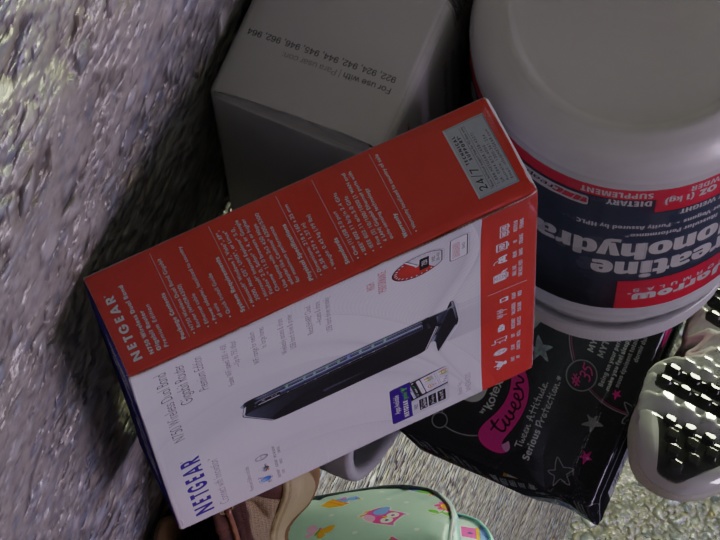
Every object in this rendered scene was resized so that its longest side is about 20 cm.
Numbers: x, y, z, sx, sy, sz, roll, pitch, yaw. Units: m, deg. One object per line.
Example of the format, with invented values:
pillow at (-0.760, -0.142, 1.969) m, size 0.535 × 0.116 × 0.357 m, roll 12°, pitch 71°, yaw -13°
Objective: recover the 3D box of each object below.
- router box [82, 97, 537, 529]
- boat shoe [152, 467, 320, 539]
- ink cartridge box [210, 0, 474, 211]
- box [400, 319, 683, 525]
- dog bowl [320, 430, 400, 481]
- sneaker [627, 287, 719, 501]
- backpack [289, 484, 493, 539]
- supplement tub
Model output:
router box at (-0.015, 0.024, 1.181) m, size 0.179 × 0.049 × 0.200 m, roll -25°, pitch 159°, yaw -7°
boat shoe at (-0.075, 0.132, 1.366) m, size 0.072 × 0.072 × 0.200 m, roll -27°, pitch 160°, yaw -26°
ink cartridge box at (0.013, -0.116, 1.231) m, size 0.146 × 0.084 × 0.200 m, roll 84°, pitch 28°, yaw -67°
box at (0.108, 0.016, 1.454) m, size 0.132 × 0.114 × 0.201 m, roll 55°, pitch 59°, yaw -79°
dog bowl at (0.000, 0.000, 1.404) m, size 0.200 × 0.079 × 0.201 m, roll 21°, pitch 90°, yaw -79°
sneaker at (0.171, 0.079, 1.402) m, size 0.081 × 0.075 × 0.200 m, roll -62°, pitch 173°, yaw 24°
backpack at (0.002, 0.205, 1.557) m, size 0.200 × 0.175 × 0.154 m, roll -71°, pitch 148°, yaw -74°
supplement tub at (0.116, -0.064, 1.231) m, size 0.200 × 0.140 × 0.141 m, roll 87°, pitch 27°, yaw -65°
